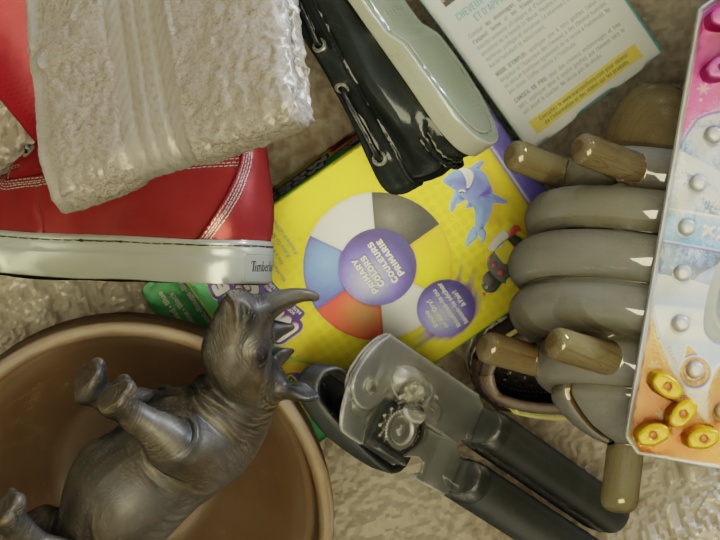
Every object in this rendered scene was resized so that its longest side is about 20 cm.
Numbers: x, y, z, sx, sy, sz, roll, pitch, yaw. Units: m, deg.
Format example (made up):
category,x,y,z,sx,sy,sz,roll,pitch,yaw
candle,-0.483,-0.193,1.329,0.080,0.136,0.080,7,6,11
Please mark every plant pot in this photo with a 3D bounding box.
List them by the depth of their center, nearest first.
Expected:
category,x,y,z,sx,sy,sz,roll,pitch,yaw
plant pot,-0.114,0.111,1.122,0.199,0.093,0.202,-1,104,-3

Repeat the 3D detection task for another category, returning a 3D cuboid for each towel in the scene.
category,x,y,z,sx,sy,sz,roll,pitch,yaw
towel,-0.091,-0.135,1.026,0.132,0.034,0.201,-18,65,22

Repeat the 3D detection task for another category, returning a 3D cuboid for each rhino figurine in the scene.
category,x,y,z,sx,sy,sz,roll,pitch,yaw
rhino figurine,-0.092,0.078,1.036,0.200,0.060,0.087,-44,121,6

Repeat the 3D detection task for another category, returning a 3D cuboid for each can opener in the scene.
category,x,y,z,sx,sy,sz,roll,pitch,yaw
can opener,0.051,0.092,1.125,0.200,0.067,0.054,36,73,-37

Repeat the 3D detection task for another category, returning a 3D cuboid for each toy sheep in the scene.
category,x,y,z,sx,sy,sz,roll,pitch,yaw
toy sheep,0.127,0.011,1.044,0.137,0.138,0.201,12,82,-6

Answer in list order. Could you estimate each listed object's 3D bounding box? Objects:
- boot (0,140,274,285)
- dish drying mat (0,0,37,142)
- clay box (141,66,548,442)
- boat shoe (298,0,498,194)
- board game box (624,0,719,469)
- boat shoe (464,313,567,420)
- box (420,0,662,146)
category,x,y,z,sx,sy,sz,roll,pitch,yaw
boot,-0.133,-0.067,1.081,0.199,0.072,0.145,1,89,19
dish drying mat,-0.147,-0.107,1.107,0.077,0.018,0.200,-36,104,9
clay box,0.000,0.000,1.124,0.199,0.048,0.115,-35,102,4
boat shoe,-0.016,-0.122,1.069,0.066,0.074,0.200,-39,83,22
board game box,0.227,-0.003,0.967,0.198,0.026,0.202,10,92,1
boat shoe,0.153,0.040,1.135,0.198,0.060,0.072,-4,103,-2
box,0.054,-0.163,1.087,0.082,0.049,0.200,-36,102,5
